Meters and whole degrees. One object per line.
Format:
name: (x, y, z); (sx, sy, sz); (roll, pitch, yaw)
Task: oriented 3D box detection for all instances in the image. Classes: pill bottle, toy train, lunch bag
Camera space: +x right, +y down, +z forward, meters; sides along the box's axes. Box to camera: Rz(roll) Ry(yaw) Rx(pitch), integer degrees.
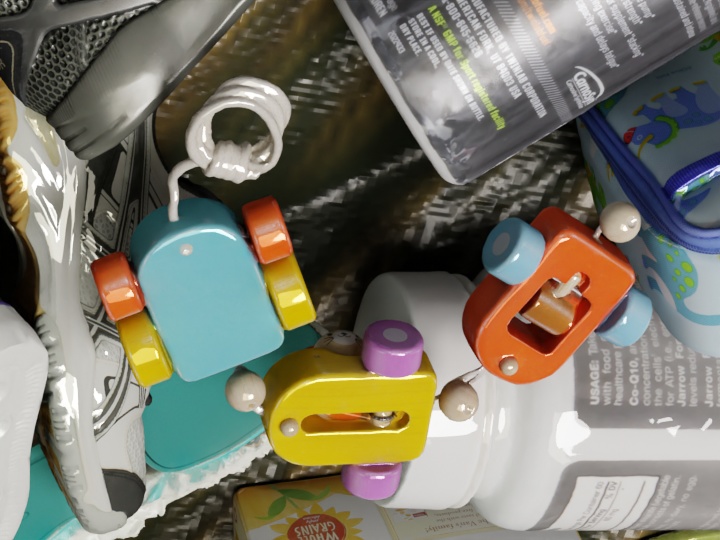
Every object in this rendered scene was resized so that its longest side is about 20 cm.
pill bottle: (0.091, -0.124, 0.816); (0.199, 0.106, 0.106); (-31, 125, 5)
pill bottle: (0.102, 0.051, 0.931); (0.199, 0.114, 0.114); (2, 122, -17)
toy train: (0.000, 0.000, 0.814); (0.199, 0.056, 0.150); (25, 112, -28)
lunch bag: (0.192, -0.052, 0.859); (0.199, 0.161, 0.083); (-18, 126, -2)

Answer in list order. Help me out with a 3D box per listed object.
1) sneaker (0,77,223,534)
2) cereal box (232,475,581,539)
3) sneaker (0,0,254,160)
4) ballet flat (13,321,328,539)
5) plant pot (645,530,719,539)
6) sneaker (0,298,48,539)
sneaker: (-0.089, 0.003, 0.849); (0.087, 0.076, 0.201); (-12, 110, -20)
cereal box: (0.034, 0.154, 0.925); (0.143, 0.200, 0.040); (-5, 124, -12)
sneaker: (-0.065, -0.146, 0.775); (0.114, 0.076, 0.199); (44, 89, -13)
ballet flat: (-0.094, 0.072, 0.926); (0.199, 0.072, 0.072); (-30, 125, 8)
plant pot: (0.182, 0.252, 1.041); (0.199, 0.184, 0.201); (-7, 123, -11)
sneaker: (-0.198, 0.044, 0.854); (0.080, 0.146, 0.201); (-29, 153, -43)
